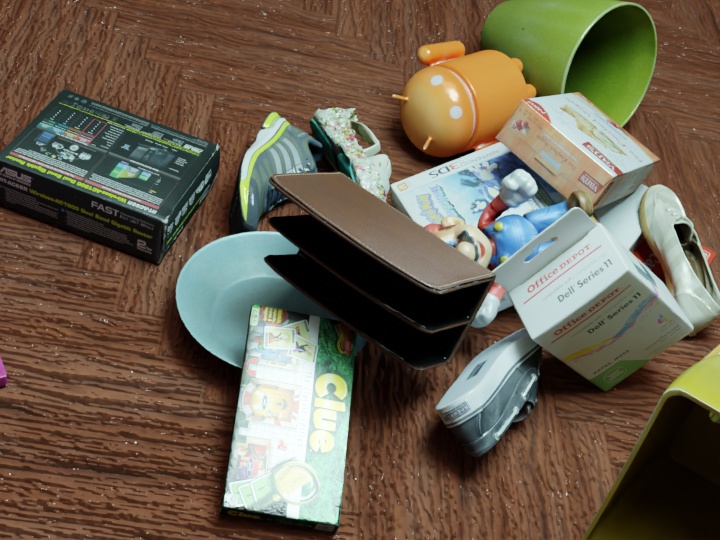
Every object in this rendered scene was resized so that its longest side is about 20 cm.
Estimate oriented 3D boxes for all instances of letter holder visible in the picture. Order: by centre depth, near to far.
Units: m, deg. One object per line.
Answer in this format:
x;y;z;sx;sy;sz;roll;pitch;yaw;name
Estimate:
0.000;0.000;1.008;0.199;0.101;0.142;35;19;22;letter holder

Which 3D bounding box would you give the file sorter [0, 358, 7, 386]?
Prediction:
-0.410;0.005;0.961;0.138;0.126;0.201;-12;48;-27;file sorter

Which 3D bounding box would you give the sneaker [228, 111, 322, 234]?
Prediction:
-0.093;-0.107;1.219;0.080;0.074;0.201;19;43;-1;sneaker

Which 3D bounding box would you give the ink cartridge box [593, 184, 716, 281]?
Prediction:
0.320;-0.030;1.279;0.173;0.044;0.200;30;44;18;ink cartridge box

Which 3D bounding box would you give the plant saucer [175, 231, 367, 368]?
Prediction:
-0.086;0.041;1.084;0.199;0.039;0.202;9;41;-8;plant saucer

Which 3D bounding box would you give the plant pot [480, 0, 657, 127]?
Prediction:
0.262;-0.293;1.466;0.186;0.189;0.200;-21;37;-34;plant pot

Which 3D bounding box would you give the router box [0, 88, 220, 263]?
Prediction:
-0.270;-0.105;1.168;0.198;0.062;0.150;20;41;5;router box

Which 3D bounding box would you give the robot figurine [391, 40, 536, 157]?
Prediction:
0.132;-0.208;1.361;0.199;0.145;0.116;-22;32;-35;robot figurine

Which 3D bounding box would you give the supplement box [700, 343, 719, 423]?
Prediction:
0.405;0.104;1.143;0.199;0.067;0.069;-27;59;-36;supplement box

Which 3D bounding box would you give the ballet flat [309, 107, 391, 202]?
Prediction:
-0.001;-0.129;1.262;0.063;0.076;0.201;-19;51;-9;ballet flat

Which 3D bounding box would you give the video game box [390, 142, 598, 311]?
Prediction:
0.154;-0.053;1.216;0.181;0.047;0.201;-23;51;-9;video game box

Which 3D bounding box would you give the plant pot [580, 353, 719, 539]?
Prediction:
0.337;0.188;0.949;0.199;0.201;0.176;30;32;16;plant pot

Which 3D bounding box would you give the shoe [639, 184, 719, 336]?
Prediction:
0.373;-0.021;1.245;0.069;0.053;0.201;15;52;-28;shoe

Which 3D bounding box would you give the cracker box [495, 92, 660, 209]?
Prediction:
0.255;-0.140;1.246;0.134;0.058;0.200;43;28;15;cracker box

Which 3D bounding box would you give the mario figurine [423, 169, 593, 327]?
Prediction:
0.144;-0.021;1.095;0.198;0.106;0.124;-12;52;-3;mario figurine

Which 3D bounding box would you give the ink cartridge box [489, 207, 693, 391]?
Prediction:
0.226;0.033;1.057;0.200;0.117;0.068;32;26;-44;ink cartridge box

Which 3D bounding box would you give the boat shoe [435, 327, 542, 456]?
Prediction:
0.141;0.115;1.056;0.068;0.071;0.200;58;33;-3;boat shoe

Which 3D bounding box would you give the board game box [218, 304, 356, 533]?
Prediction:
-0.061;0.128;0.971;0.104;0.024;0.201;12;56;-11;board game box
